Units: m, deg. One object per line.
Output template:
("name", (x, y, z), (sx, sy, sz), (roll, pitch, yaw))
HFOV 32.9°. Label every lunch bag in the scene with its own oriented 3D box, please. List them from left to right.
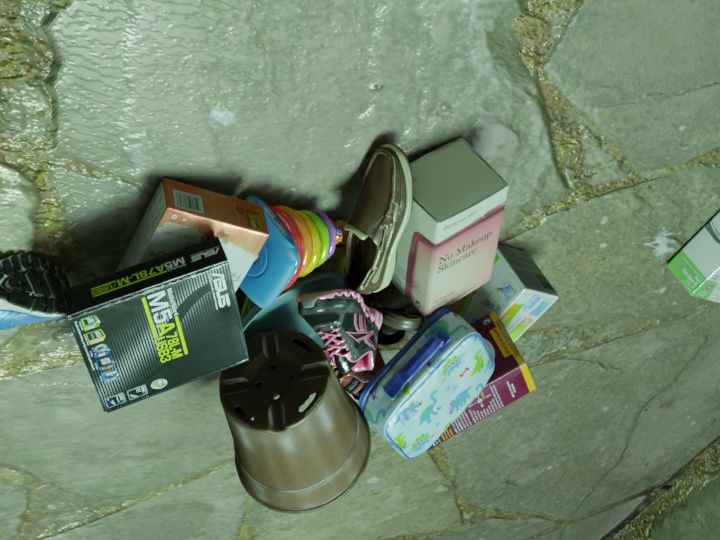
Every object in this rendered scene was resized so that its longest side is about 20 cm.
("lunch bag", (0.095, 0.158, 1.729), (0.200, 0.082, 0.161), (-47, 148, -5))

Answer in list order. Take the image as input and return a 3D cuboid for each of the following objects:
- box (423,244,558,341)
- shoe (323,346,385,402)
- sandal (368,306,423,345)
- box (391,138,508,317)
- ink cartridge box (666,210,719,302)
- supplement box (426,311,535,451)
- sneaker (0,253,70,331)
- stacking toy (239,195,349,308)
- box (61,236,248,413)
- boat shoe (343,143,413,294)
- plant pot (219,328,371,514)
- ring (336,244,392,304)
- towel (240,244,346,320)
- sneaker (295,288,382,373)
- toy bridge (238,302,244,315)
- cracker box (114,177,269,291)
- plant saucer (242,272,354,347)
("box", (0.200, 0.067, 1.958), (0.112, 0.102, 0.200), (11, 128, -50))
("shoe", (-0.033, 0.146, 1.858), (0.198, 0.092, 0.072), (3, 134, -46))
("sandal", (0.041, 0.083, 1.773), (0.080, 0.056, 0.200), (5, 180, -17))
("box", (0.113, -0.056, 1.674), (0.127, 0.109, 0.202), (-28, 147, -23))
("ink cartridge box", (0.697, -0.042, 2.297), (0.144, 0.084, 0.200), (10, 128, -50))
("supplement box", (0.151, 0.169, 1.858), (0.198, 0.111, 0.086), (-30, 142, 1))
("sneaker", (-0.415, 0.034, 1.372), (0.198, 0.080, 0.089), (1, 151, -42))
("stacking toy", (-0.073, -0.038, 1.571), (0.199, 0.117, 0.110), (-14, 148, -49))
("box", (-0.237, 0.068, 1.443), (0.190, 0.048, 0.202), (-17, 142, -11))
("boat shoe", (0.017, -0.060, 1.579), (0.074, 0.074, 0.206), (-19, 123, -46))
("plant pot", (-0.095, 0.193, 1.642), (0.198, 0.201, 0.199), (-28, 145, -9))
("ring", (0.000, 0.000, 1.757), (0.198, 0.019, 0.202), (-24, 149, -15))
("towel", (-0.072, 0.027, 1.673), (0.198, 0.023, 0.144), (-18, 150, -30))
("sneaker", (-0.024, 0.084, 1.614), (0.078, 0.097, 0.200), (-5, 162, 25))
("toy bridge", (-0.126, 0.023, 1.661), (0.198, 0.027, 0.067), (-32, 152, -4))
("cracker box", (-0.213, -0.005, 1.472), (0.132, 0.058, 0.201), (14, 129, -28))
("plant saucer", (-0.091, 0.067, 1.663), (0.198, 0.028, 0.201), (-27, 153, -15))
